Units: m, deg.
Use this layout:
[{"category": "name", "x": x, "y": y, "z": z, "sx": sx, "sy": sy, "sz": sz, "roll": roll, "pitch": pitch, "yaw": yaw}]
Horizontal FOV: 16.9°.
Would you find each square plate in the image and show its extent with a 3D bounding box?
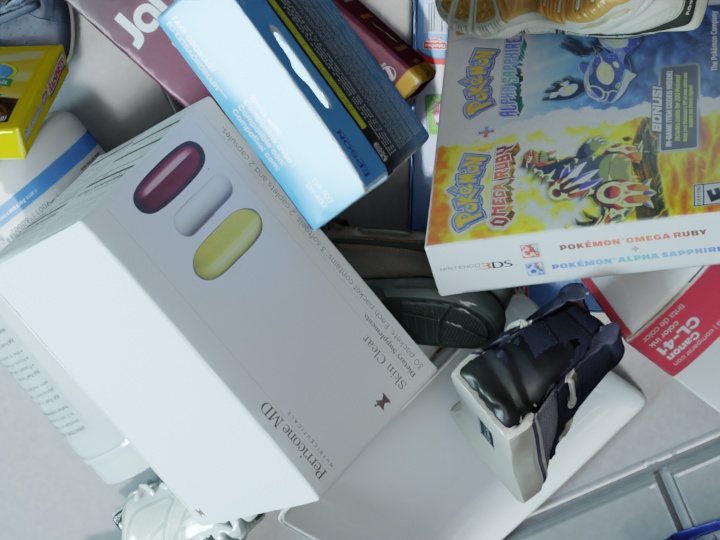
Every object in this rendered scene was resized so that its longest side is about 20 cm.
[{"category": "square plate", "x": 0.063, "y": 0.110, "z": 1.500, "sx": 0.200, "sy": 0.028, "sz": 0.198, "roll": -44, "pitch": 143, "yaw": 7}]

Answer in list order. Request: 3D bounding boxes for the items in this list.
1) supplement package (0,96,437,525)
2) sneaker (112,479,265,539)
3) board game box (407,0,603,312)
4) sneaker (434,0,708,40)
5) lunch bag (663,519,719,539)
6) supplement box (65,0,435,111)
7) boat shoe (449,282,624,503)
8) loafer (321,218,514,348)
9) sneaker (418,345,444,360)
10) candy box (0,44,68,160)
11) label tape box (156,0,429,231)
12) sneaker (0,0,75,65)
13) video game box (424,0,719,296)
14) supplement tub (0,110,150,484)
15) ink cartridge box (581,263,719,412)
[{"category": "supplement package", "x": -0.087, "y": 0.028, "z": 1.352, "sx": 0.200, "sy": 0.156, "sz": 0.111, "roll": 49, "pitch": 61, "yaw": -11}, {"category": "sneaker", "x": -0.107, "y": 0.153, "z": 1.539, "sx": 0.081, "sy": 0.075, "sz": 0.200, "roll": 38, "pitch": 95, "yaw": 6}, {"category": "board game box", "x": 0.105, "y": -0.075, "z": 1.510, "sx": 0.151, "sy": 0.037, "sz": 0.201, "roll": 1, "pitch": 101, "yaw": 0}, {"category": "sneaker", "x": 0.120, "y": -0.160, "z": 1.394, "sx": 0.087, "sy": 0.200, "sz": 0.076, "roll": 12, "pitch": 94, "yaw": -33}, {"category": "lunch bag", "x": 0.286, "y": 0.241, "z": 1.540, "sx": 0.199, "sy": 0.124, "sz": 0.171, "roll": -11, "pitch": 102, "yaw": 15}, {"category": "supplement box", "x": -0.066, "y": -0.142, "z": 1.452, "sx": 0.200, "sy": 0.086, "sz": 0.110, "roll": 41, "pitch": 101, "yaw": 0}, {"category": "boat shoe", "x": 0.106, "y": 0.070, "z": 1.378, "sx": 0.093, "sy": 0.200, "sz": 0.075, "roll": -38, "pitch": 78, "yaw": -7}, {"category": "loafer", "x": 0.000, "y": 0.000, "z": 1.428, "sx": 0.199, "sy": 0.072, "sz": 0.063, "roll": 10, "pitch": 58, "yaw": 25}, {"category": "sneaker", "x": 0.018, "y": 0.016, "z": 1.477, "sx": 0.090, "sy": 0.075, "sz": 0.200, "roll": 36, "pitch": 100, "yaw": 0}, {"category": "candy box", "x": -0.283, "y": -0.099, "z": 1.446, "sx": 0.199, "sy": 0.102, "sz": 0.026, "roll": -1, "pitch": 122, "yaw": 11}, {"category": "label tape box", "x": -0.040, "y": -0.100, "z": 1.309, "sx": 0.066, "sy": 0.200, "sz": 0.143, "roll": -36, "pitch": 93, "yaw": 15}, {"category": "sneaker", "x": -0.234, "y": -0.201, "z": 1.454, "sx": 0.075, "sy": 0.085, "sz": 0.200, "roll": -25, "pitch": 101, "yaw": 4}, {"category": "video game box", "x": 0.134, "y": -0.079, "z": 1.379, "sx": 0.182, "sy": 0.200, "sz": 0.047, "roll": -9, "pitch": 133, "yaw": 15}, {"category": "supplement tub", "x": -0.168, "y": 0.015, "z": 1.476, "sx": 0.132, "sy": 0.132, "sz": 0.200, "roll": -36, "pitch": 101, "yaw": 6}, {"category": "ink cartridge box", "x": 0.213, "y": 0.021, "z": 1.438, "sx": 0.086, "sy": 0.148, "sz": 0.200, "roll": -45, "pitch": 127, "yaw": 10}]
